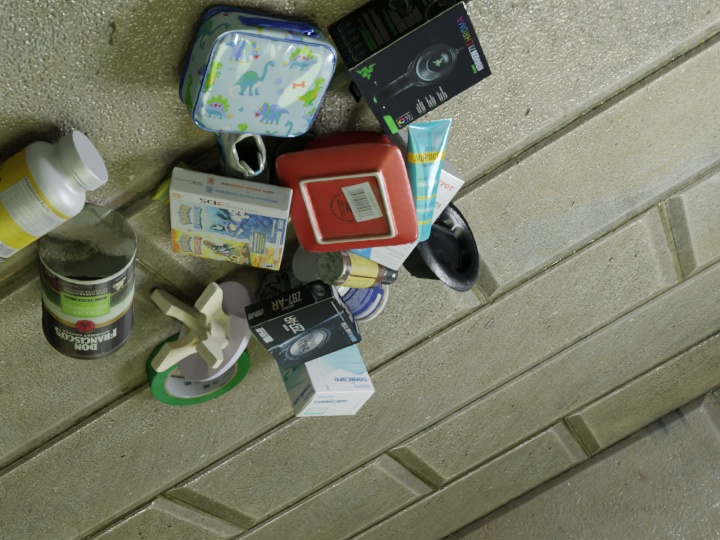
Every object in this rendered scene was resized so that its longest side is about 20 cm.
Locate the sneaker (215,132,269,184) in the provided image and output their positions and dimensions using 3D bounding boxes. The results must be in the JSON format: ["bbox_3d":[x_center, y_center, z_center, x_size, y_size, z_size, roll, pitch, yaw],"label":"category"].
[{"bbox_3d":[-0.171,-0.161,1.528,0.074,0.087,0.201,-27,147,-8],"label":"sneaker"}]

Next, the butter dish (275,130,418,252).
[{"bbox_3d":[-0.012,-0.143,1.577,0.195,0.149,0.202,-4,133,14],"label":"butter dish"}]

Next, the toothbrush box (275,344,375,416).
[{"bbox_3d":[-0.079,0.174,1.973,0.144,0.202,0.086,4,139,-39],"label":"toothbrush box"}]

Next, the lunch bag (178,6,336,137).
[{"bbox_3d":[-0.138,-0.271,1.394,0.197,0.083,0.162,-1,131,-33],"label":"lunch bag"}]

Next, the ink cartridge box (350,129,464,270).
[{"bbox_3d":[0.055,-0.119,1.710,0.145,0.086,0.201,21,117,-40],"label":"ink cartridge box"}]

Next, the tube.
[{"bbox_3d":[0.098,-0.146,1.623,0.076,0.050,0.203,-13,126,-28],"label":"tube"}]

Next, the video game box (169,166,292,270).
[{"bbox_3d":[-0.203,-0.076,1.577,0.178,0.048,0.201,12,152,-3],"label":"video game box"}]

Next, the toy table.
[{"bbox_3d":[-0.276,0.105,1.774,0.203,0.182,0.117,-62,154,8],"label":"toy table"}]

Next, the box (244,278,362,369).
[{"bbox_3d":[-0.097,0.096,1.804,0.157,0.044,0.201,-20,150,5],"label":"box"}]

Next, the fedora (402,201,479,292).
[{"bbox_3d":[0.131,-0.042,1.858,0.091,0.205,0.199,-20,155,35],"label":"fedora"}]

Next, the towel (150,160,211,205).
[{"bbox_3d":[-0.235,-0.117,1.624,0.086,0.018,0.198,-37,147,26],"label":"towel"}]

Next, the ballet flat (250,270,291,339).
[{"bbox_3d":[-0.173,0.087,1.907,0.071,0.073,0.202,-6,143,-27],"label":"ballet flat"}]

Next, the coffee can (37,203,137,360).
[{"bbox_3d":[-0.419,0.019,1.567,0.144,0.148,0.202,-10,145,-22],"label":"coffee can"}]

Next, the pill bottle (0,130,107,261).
[{"bbox_3d":[-0.450,-0.106,1.398,0.198,0.113,0.112,-30,148,7],"label":"pill bottle"}]

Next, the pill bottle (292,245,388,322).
[{"bbox_3d":[-0.038,0.014,1.855,0.110,0.112,0.199,-34,147,15],"label":"pill bottle"}]

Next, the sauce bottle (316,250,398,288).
[{"bbox_3d":[0.000,0.000,1.756,0.064,0.065,0.199,-39,157,21],"label":"sauce bottle"}]

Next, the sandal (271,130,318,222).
[{"bbox_3d":[-0.105,-0.138,1.632,0.078,0.058,0.203,-7,134,-29],"label":"sandal"}]

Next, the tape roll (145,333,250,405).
[{"bbox_3d":[-0.313,0.186,1.970,0.197,0.049,0.202,-18,147,-12],"label":"tape roll"}]

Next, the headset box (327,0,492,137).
[{"bbox_3d":[0.068,-0.313,1.478,0.198,0.094,0.174,-29,147,6],"label":"headset box"}]
